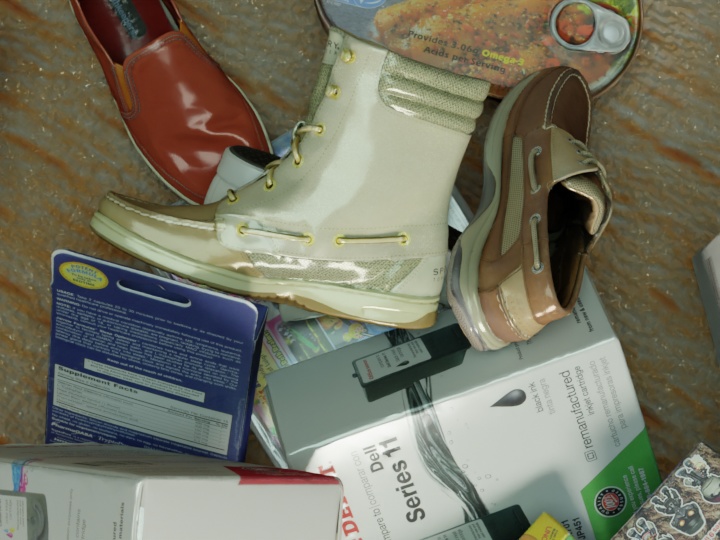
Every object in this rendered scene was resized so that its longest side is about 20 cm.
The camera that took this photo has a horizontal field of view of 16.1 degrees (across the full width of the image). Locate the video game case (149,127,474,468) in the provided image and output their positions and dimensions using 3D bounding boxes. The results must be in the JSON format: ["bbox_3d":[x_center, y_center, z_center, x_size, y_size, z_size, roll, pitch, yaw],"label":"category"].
[{"bbox_3d":[-0.010,0.013,1.535,0.182,0.024,0.200,-32,86,0],"label":"video game case"}]

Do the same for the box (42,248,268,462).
[{"bbox_3d":[-0.119,0.053,1.459,0.121,0.200,0.032,16,54,3],"label":"box"}]

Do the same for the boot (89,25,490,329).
[{"bbox_3d":[-0.038,-0.061,1.406,0.200,0.072,0.155,13,100,-7],"label":"boot"}]

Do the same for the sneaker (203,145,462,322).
[{"bbox_3d":[0.000,0.000,1.489,0.200,0.073,0.085,22,102,-4],"label":"sneaker"}]

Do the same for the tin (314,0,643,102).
[{"bbox_3d":[0.069,-0.161,1.525,0.200,0.042,0.112,14,90,-4],"label":"tin"}]

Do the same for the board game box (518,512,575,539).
[{"bbox_3d":[0.058,0.233,1.435,0.200,0.096,0.030,-45,55,-5],"label":"board game box"}]

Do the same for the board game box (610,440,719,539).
[{"bbox_3d":[0.237,0.211,1.415,0.200,0.159,0.097,41,83,20],"label":"board game box"}]

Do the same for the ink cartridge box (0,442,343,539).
[{"bbox_3d":[-0.129,0.143,1.391,0.200,0.148,0.086,1,88,46],"label":"ink cartridge box"}]

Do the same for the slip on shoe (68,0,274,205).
[{"bbox_3d":[-0.117,-0.116,1.520,0.074,0.061,0.200,-31,80,-1],"label":"slip on shoe"}]

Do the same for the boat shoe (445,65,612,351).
[{"bbox_3d":[0.109,-0.037,1.434,0.072,0.076,0.200,-10,45,32],"label":"boat shoe"}]

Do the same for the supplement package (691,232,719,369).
[{"bbox_3d":[0.265,0.045,1.432,0.111,0.200,0.156,-14,86,1],"label":"supplement package"}]

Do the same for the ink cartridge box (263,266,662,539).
[{"bbox_3d":[0.061,0.103,1.464,0.200,0.083,0.147,-20,124,2],"label":"ink cartridge box"}]
